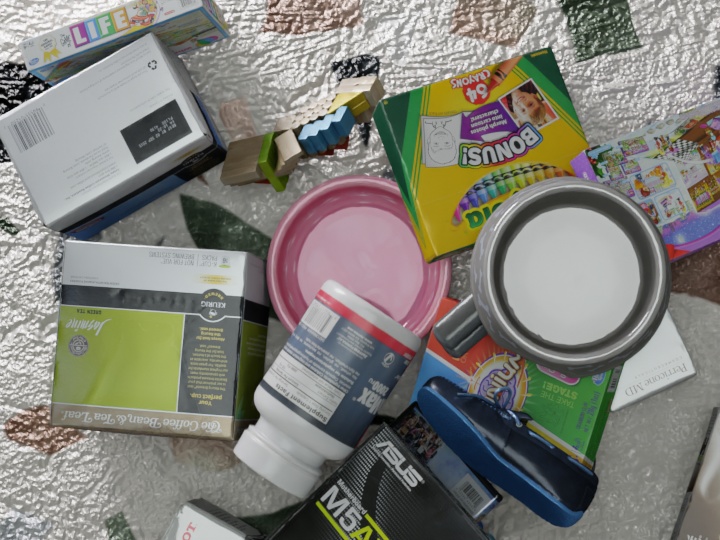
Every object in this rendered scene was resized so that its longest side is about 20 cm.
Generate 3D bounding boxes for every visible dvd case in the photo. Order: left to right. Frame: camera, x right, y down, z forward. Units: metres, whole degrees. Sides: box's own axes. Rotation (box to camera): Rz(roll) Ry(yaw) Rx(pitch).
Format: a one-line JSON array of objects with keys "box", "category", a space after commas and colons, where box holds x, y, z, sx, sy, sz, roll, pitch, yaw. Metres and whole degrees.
[{"box": [0.029, 0.248, 1.561, 0.200, 0.018, 0.143, -44, 57, 2], "category": "dvd case"}]

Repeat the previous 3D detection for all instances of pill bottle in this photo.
[{"box": [-0.038, 0.123, 1.560, 0.119, 0.120, 0.201, 33, 89, 9], "category": "pill bottle"}]

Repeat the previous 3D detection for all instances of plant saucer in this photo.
[{"box": [0.000, 0.000, 1.653, 0.199, 0.051, 0.202, -1, 85, 7], "category": "plant saucer"}]

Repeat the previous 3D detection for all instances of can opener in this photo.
[{"box": [0.151, 0.004, 1.560, 0.200, 0.053, 0.066, -45, 56, -3], "category": "can opener"}]

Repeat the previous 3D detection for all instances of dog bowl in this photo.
[{"box": [0.206, 0.004, 1.495, 0.198, 0.059, 0.202, 0, 85, 3], "category": "dog bowl"}]

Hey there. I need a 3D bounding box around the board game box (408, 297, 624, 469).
[{"box": [0.155, 0.130, 1.580, 0.199, 0.040, 0.154, 18, 93, 26], "category": "board game box"}]

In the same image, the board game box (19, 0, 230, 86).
[{"box": [-0.251, -0.250, 1.666, 0.199, 0.134, 0.034, -19, 83, 5], "category": "board game box"}]

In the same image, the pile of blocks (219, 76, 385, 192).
[{"box": [-0.053, -0.133, 1.661, 0.199, 0.062, 0.082, -29, 40, 7], "category": "pile of blocks"}]

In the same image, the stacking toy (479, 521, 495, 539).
[{"box": [0.085, 0.260, 1.612, 0.085, 0.085, 0.201, -34, 75, 3], "category": "stacking toy"}]

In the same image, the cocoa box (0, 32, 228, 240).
[{"box": [-0.263, -0.140, 1.659, 0.199, 0.131, 0.134, -29, 82, 4], "category": "cocoa box"}]

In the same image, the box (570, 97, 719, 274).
[{"box": [0.330, -0.088, 1.582, 0.199, 0.039, 0.138, -21, 82, -21], "category": "box"}]

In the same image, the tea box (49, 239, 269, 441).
[{"box": [-0.208, 0.076, 1.632, 0.198, 0.134, 0.198, 4, 85, 8], "category": "tea box"}]

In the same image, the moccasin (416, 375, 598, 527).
[{"box": [0.145, 0.171, 1.522, 0.200, 0.081, 0.068, 41, 63, 8], "category": "moccasin"}]

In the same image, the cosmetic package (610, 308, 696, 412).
[{"box": [0.264, 0.038, 1.603, 0.101, 0.074, 0.201, -25, 81, 6], "category": "cosmetic package"}]

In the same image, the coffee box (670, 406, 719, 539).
[{"box": [0.383, 0.252, 1.564, 0.114, 0.080, 0.201, 20, 88, 9], "category": "coffee box"}]

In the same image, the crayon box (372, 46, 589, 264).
[{"box": [0.135, -0.121, 1.615, 0.199, 0.058, 0.174, -19, 81, -12], "category": "crayon box"}]

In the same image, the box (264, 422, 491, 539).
[{"box": [0.021, 0.286, 1.511, 0.193, 0.048, 0.200, -45, 58, 3], "category": "box"}]

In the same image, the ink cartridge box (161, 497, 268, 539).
[{"box": [-0.127, 0.351, 1.622, 0.199, 0.084, 0.146, 28, 89, 9], "category": "ink cartridge box"}]

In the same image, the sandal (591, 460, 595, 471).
[{"box": [0.164, 0.162, 1.624, 0.199, 0.045, 0.075, 27, 88, 25], "category": "sandal"}]
